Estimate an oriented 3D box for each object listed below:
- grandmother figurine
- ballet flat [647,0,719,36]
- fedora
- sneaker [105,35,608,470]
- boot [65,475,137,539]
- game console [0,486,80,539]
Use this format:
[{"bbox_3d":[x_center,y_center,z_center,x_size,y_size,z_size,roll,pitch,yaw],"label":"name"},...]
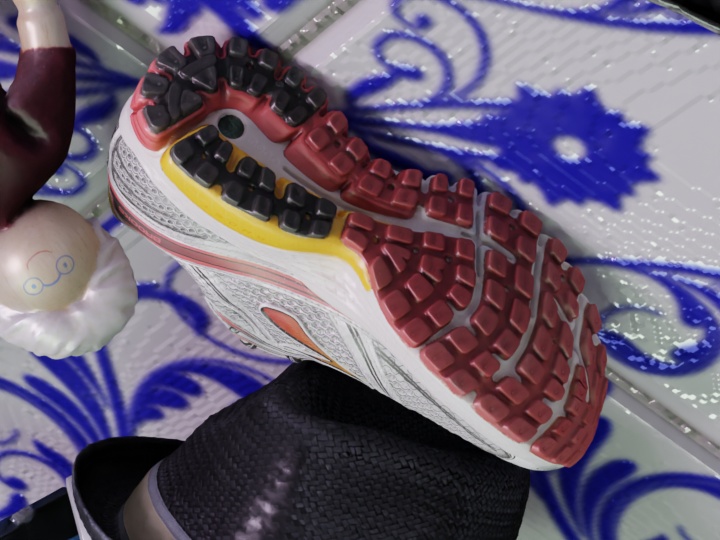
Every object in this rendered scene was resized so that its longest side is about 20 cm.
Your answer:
[{"bbox_3d":[-0.145,-0.052,0.958,0.121,0.061,0.200,-32,109,12],"label":"grandmother figurine"},{"bbox_3d":[0.095,-0.095,0.828,0.200,0.057,0.067,22,143,0],"label":"ballet flat"},{"bbox_3d":[-0.004,0.083,1.039,0.200,0.201,0.092,28,104,-8],"label":"fedora"},{"bbox_3d":[0.000,0.000,0.992,0.200,0.078,0.082,38,146,-5],"label":"sneaker"},{"bbox_3d":[-0.044,0.147,1.126,0.095,0.074,0.200,-21,122,-3],"label":"boot"},{"bbox_3d":[-0.085,0.190,1.186,0.170,0.118,0.200,2,122,25],"label":"game console"}]
